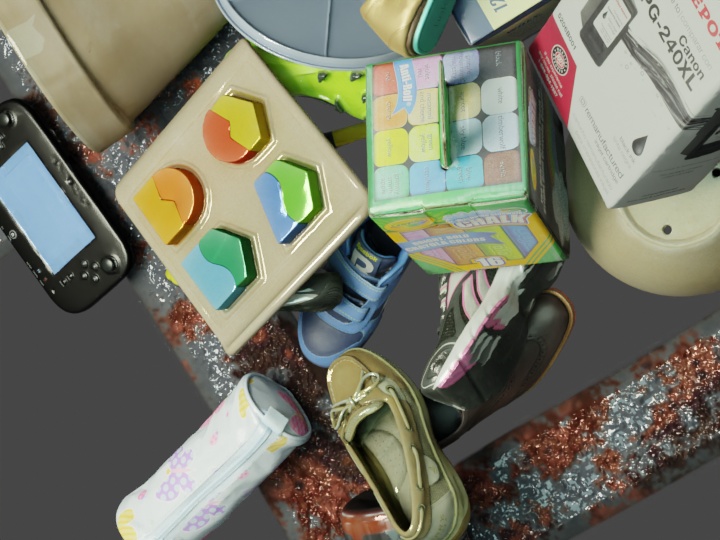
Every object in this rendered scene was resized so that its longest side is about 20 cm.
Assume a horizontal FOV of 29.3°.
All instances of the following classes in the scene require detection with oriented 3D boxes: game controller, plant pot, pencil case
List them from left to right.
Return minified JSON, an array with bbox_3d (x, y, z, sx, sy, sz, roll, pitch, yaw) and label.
[{"bbox_3d":[-0.293,-0.059,1.283,0.104,0.042,0.200,-37,87,17],"label":"game controller"},{"bbox_3d":[-0.206,-0.230,1.171,0.173,0.200,0.201,-32,89,1],"label":"plant pot"},{"bbox_3d":[-0.134,0.183,1.249,0.083,0.091,0.200,46,106,5],"label":"pencil case"},{"bbox_3d":[0.250,-0.070,1.084,0.199,0.134,0.202,2,99,16],"label":"plant pot"}]

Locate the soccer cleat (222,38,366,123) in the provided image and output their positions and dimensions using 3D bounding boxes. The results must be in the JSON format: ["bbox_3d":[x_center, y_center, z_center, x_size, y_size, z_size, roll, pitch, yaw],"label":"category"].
[{"bbox_3d":[-0.024,-0.172,1.162,0.199,0.081,0.068,11,139,24],"label":"soccer cleat"}]

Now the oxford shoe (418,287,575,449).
[{"bbox_3d":[0.105,0.094,1.178,0.071,0.073,0.200,45,106,5],"label":"oxford shoe"}]

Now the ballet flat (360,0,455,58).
[{"bbox_3d":[0.060,-0.244,0.939,0.063,0.069,0.201,36,105,23],"label":"ballet flat"}]

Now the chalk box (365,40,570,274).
[{"bbox_3d":[0.076,-0.087,1.034,0.123,0.200,0.125,-6,71,19],"label":"chalk box"}]

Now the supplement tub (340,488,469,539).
[{"bbox_3d":[0.055,0.288,1.203,0.106,0.107,0.201,-14,94,17],"label":"supplement tub"}]

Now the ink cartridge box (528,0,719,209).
[{"bbox_3d":[0.211,-0.157,0.923,0.083,0.200,0.146,-13,68,-24],"label":"ink cartridge box"}]

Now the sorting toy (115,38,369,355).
[{"bbox_3d":[-0.105,-0.061,1.129,0.185,0.036,0.200,-45,67,21],"label":"sorting toy"}]

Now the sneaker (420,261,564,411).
[{"bbox_3d":[0.097,0.026,1.142,0.086,0.200,0.081,14,147,34],"label":"sneaker"}]

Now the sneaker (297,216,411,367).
[{"bbox_3d":[0.000,0.000,1.190,0.074,0.082,0.201,33,108,7],"label":"sneaker"}]

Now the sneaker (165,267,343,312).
[{"bbox_3d":[-0.095,-0.013,1.192,0.199,0.074,0.085,11,94,39],"label":"sneaker"}]

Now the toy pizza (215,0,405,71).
[{"bbox_3d":[-0.025,-0.230,1.129,0.199,0.200,0.032,28,143,10],"label":"toy pizza"}]

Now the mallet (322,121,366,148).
[{"bbox_3d":[-0.012,-0.107,1.204,0.199,0.041,0.066,-23,88,21],"label":"mallet"}]

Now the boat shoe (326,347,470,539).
[{"bbox_3d":[0.019,0.141,1.141,0.073,0.063,0.201,-47,51,25],"label":"boat shoe"}]

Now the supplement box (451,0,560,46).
[{"bbox_3d":[0.149,-0.277,1.047,0.199,0.200,0.135,-31,90,17],"label":"supplement box"}]
